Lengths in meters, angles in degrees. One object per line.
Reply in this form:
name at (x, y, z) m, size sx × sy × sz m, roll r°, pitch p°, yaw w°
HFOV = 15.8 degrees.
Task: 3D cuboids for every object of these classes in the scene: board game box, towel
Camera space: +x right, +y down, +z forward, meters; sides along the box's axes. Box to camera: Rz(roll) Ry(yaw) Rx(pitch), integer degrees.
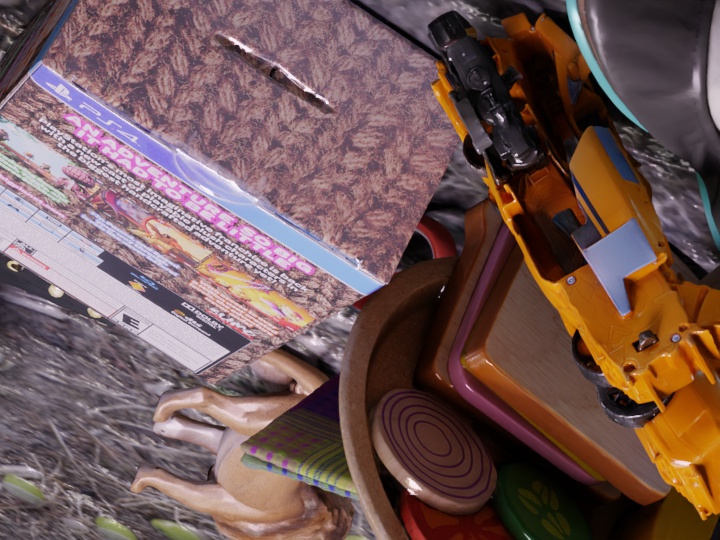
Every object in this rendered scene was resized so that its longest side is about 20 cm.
board game box at (-0.072, -0.051, 1.081) m, size 0.159 × 0.097 × 0.200 m, roll 33°, pitch 156°, yaw -13°
towel at (0.051, 0.074, 1.145) m, size 0.144 × 0.200 × 0.023 m, roll 19°, pitch 112°, yaw 22°

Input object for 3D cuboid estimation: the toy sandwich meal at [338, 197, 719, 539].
toy sandwich meal at (0.081, 0.064, 1.035) m, size 0.205 × 0.205 × 0.070 m, roll 35°, pitch 136°, yaw -17°

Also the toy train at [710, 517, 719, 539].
toy train at (0.156, 0.146, 1.237) m, size 0.200 × 0.085 × 0.114 m, roll 8°, pitch 159°, yaw 37°

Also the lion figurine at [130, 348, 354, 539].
lion figurine at (-0.050, 0.092, 1.385) m, size 0.122 × 0.072 × 0.200 m, roll 20°, pitch 152°, yaw -1°

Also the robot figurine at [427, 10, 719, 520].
robot figurine at (0.086, -0.013, 0.940) m, size 0.145 × 0.058 × 0.200 m, roll 57°, pitch -175°, yaw -49°

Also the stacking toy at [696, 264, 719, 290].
stacking toy at (0.199, 0.084, 1.014) m, size 0.200 × 0.085 × 0.085 m, roll 50°, pitch 154°, yaw -3°

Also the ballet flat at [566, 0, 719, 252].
ballet flat at (0.136, -0.061, 0.895) m, size 0.068 × 0.068 × 0.200 m, roll 1°, pitch 157°, yaw 28°

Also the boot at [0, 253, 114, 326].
boot at (-0.176, -0.026, 1.208) m, size 0.154 × 0.073 × 0.204 m, roll 25°, pitch -172°, yaw -2°

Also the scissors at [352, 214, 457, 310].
scissors at (0.000, 0.000, 1.202) m, size 0.014 × 0.073 × 0.200 m, roll -2°, pitch -169°, yaw -21°
